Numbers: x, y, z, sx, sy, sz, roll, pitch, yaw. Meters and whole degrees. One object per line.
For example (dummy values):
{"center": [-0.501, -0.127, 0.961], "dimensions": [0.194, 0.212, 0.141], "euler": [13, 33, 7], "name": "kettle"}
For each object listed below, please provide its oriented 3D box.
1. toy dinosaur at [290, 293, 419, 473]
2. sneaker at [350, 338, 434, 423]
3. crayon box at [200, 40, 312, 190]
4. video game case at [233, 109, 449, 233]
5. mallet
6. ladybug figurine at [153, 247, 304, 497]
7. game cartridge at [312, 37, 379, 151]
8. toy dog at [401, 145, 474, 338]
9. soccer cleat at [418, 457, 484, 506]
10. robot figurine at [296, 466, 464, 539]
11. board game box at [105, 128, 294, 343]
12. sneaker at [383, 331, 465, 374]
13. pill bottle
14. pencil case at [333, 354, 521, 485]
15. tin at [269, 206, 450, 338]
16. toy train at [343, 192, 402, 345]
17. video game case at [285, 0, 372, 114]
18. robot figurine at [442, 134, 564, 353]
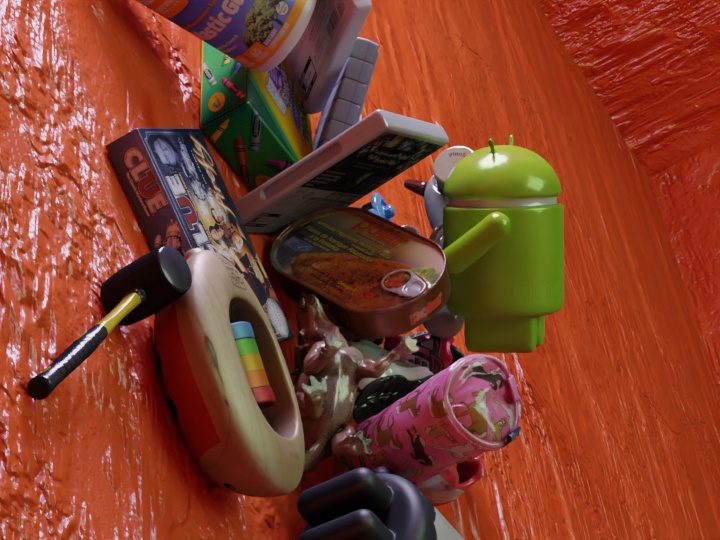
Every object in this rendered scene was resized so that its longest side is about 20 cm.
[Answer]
{"center": [-0.033, 0.113, 1.474], "dimensions": [0.085, 0.135, 0.202], "euler": [30, 59, -15], "name": "toy dinosaur"}
{"center": [0.014, 0.101, 1.646], "dimensions": [0.079, 0.074, 0.200], "euler": [44, 4, 19], "name": "sneaker"}
{"center": [-0.102, -0.171, 1.705], "dimensions": [0.119, 0.058, 0.201], "euler": [51, 21, -36], "name": "crayon box"}
{"center": [-0.021, -0.089, 1.618], "dimensions": [0.024, 0.181, 0.200], "euler": [62, 17, 9], "name": "video game case"}
{"center": [-0.171, 0.036, 1.196], "dimensions": [0.041, 0.065, 0.200], "euler": [56, 19, -9], "name": "mallet"}
{"center": [-0.105, 0.081, 1.310], "dimensions": [0.136, 0.071, 0.202], "euler": [25, 44, -66], "name": "ladybug figurine"}
{"center": [-0.020, -0.158, 1.744], "dimensions": [0.200, 0.038, 0.131], "euler": [-177, -81, -84], "name": "game cartridge"}
{"center": [0.075, -0.034, 1.759], "dimensions": [0.201, 0.095, 0.133], "euler": [-64, 146, -43], "name": "toy dog"}
{"center": [0.050, 0.179, 1.625], "dimensions": [0.200, 0.076, 0.067], "euler": [35, 33, -59], "name": "soccer cleat"}
{"center": [0.029, 0.243, 1.385], "dimensions": [0.151, 0.124, 0.200], "euler": [-55, 129, -21], "name": "robot figurine"}
{"center": [-0.132, -0.022, 1.447], "dimensions": [0.202, 0.034, 0.135], "euler": [65, 17, 3], "name": "board game box"}
{"center": [0.093, 0.130, 1.800], "dimensions": [0.200, 0.074, 0.082], "euler": [47, 39, -51], "name": "sneaker"}
{"center": [-0.145, -0.275, 1.574], "dimensions": [0.199, 0.112, 0.113], "euler": [28, 33, -24], "name": "pill bottle"}
{"center": [0.055, 0.140, 1.458], "dimensions": [0.086, 0.200, 0.083], "euler": [34, 52, -15], "name": "pencil case"}
{"center": [0.000, 0.000, 1.580], "dimensions": [0.199, 0.112, 0.042], "euler": [28, -32, 47], "name": "tin"}
{"center": [0.004, 0.001, 1.739], "dimensions": [0.200, 0.086, 0.115], "euler": [-69, 137, -67], "name": "toy train"}
{"center": [-0.051, -0.277, 1.668], "dimensions": [0.200, 0.022, 0.184], "euler": [122, -50, -62], "name": "video game case"}
{"center": [0.135, -0.026, 1.634], "dimensions": [0.175, 0.114, 0.203], "euler": [-18, 108, -71], "name": "robot figurine"}
